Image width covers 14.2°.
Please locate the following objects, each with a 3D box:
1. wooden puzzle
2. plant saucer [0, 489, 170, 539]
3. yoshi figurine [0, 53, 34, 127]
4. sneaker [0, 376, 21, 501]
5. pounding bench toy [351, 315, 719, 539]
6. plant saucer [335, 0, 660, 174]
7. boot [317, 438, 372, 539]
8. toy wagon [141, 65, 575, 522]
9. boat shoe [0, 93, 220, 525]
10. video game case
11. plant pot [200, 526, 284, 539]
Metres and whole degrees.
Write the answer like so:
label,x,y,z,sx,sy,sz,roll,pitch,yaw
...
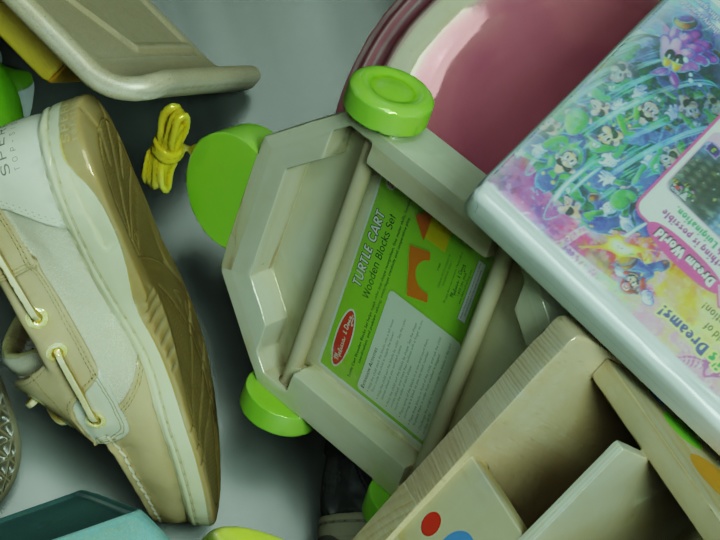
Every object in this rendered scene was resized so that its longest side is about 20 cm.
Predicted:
label,x,y,z,sx,sy,sz,roll,pitch,yaw
wooden puzzle,-0.138,-0.126,1.114,0.200,0.185,0.037,40,99,4
plant saucer,-0.115,0.099,1.048,0.070,0.200,0.019,-19,92,-12
yoshi figurine,-0.198,-0.092,1.132,0.112,0.112,0.200,-27,79,-6
sneaker,-0.212,0.017,1.128,0.070,0.076,0.200,-46,108,-15
pounding bench toy,0.122,0.141,1.005,0.124,0.200,0.156,-48,42,13
plant saucer,0.081,-0.045,1.098,0.200,0.051,0.201,-3,76,14
boot,0.078,0.043,1.154,0.200,0.073,0.151,-4,78,-1
toy wagon,0.000,0.000,1.070,0.200,0.155,0.040,39,37,27
boat shoe,-0.104,0.021,1.096,0.069,0.200,0.074,-12,36,8
video game case,0.166,-0.015,0.997,0.200,0.024,0.182,44,70,4
plant pot,-0.079,0.207,1.035,0.181,0.200,0.199,-26,81,-18
